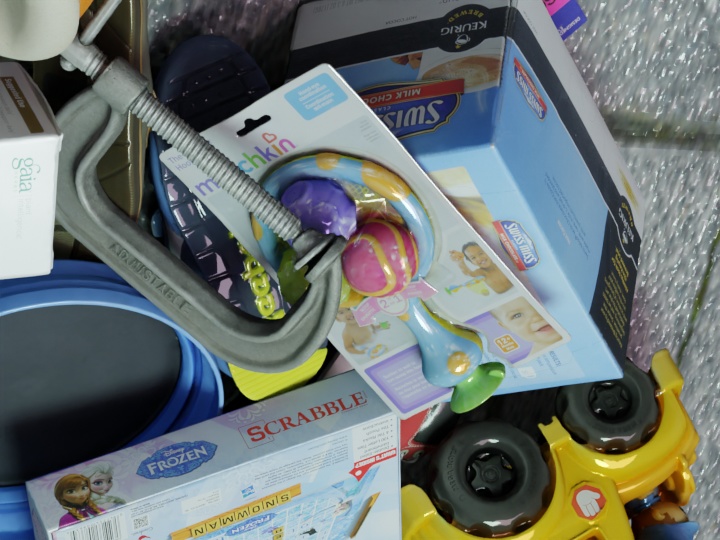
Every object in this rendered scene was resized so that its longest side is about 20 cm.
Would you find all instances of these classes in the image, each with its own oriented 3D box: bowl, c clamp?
[{"bbox_3d":[-0.173,0.071,1.505,0.200,0.039,0.201,-11,139,-10],"label":"bowl"},{"bbox_3d":[-0.081,-0.037,1.390,0.200,0.027,0.171,44,134,-8],"label":"c clamp"}]

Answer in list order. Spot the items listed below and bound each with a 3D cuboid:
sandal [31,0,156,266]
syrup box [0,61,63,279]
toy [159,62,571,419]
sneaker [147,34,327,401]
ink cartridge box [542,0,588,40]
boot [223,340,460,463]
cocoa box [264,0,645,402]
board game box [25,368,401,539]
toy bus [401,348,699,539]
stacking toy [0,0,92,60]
[{"bbox_3d":[-0.137,-0.087,1.445,0.055,0.082,0.200,-48,150,-55],"label":"sandal"},{"bbox_3d":[-0.248,-0.041,1.372,0.200,0.081,0.079,-7,124,-22],"label":"syrup box"},{"bbox_3d":[0.000,0.000,1.430,0.115,0.047,0.200,-27,121,32],"label":"toy"},{"bbox_3d":[-0.077,-0.030,1.516,0.074,0.082,0.200,-18,114,-20],"label":"sneaker"},{"bbox_3d":[0.057,-0.164,1.538,0.095,0.037,0.200,-40,135,-5],"label":"ink cartridge box"},{"bbox_3d":[-0.022,0.110,1.650,0.200,0.072,0.144,-51,137,6],"label":"boot"},{"bbox_3d":[0.054,-0.041,1.518,0.133,0.131,0.200,-9,138,23],"label":"cocoa box"},{"bbox_3d":[-0.074,0.159,1.568,0.200,0.041,0.200,-18,138,-16],"label":"board game box"},{"bbox_3d":[0.134,0.168,1.683,0.200,0.192,0.136,-29,160,-16],"label":"toy bus"},{"bbox_3d":[-0.124,-0.205,1.345,0.200,0.146,0.146,-39,135,-26],"label":"stacking toy"}]
